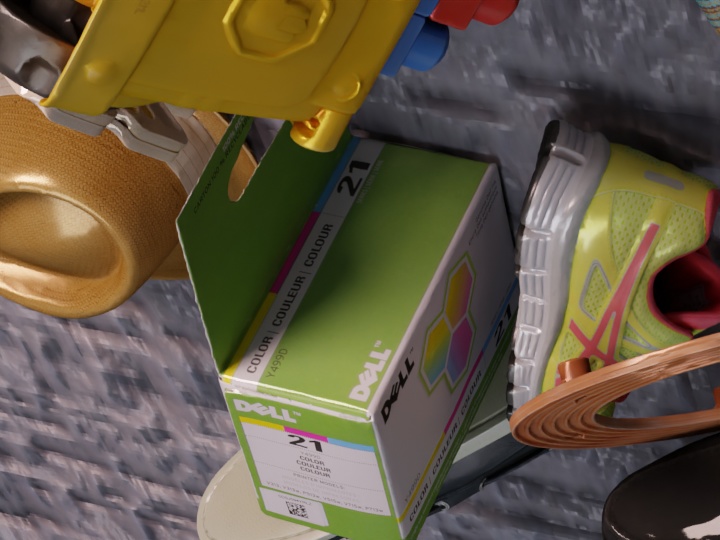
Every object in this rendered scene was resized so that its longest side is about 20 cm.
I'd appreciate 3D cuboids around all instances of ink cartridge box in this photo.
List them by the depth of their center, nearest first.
[{"bbox_3d":[0.000,0.000,1.060,0.076,0.148,0.200,13,145,21],"label":"ink cartridge box"}]

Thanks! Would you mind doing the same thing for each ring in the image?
[{"bbox_3d":[0.157,0.039,1.019,0.200,0.019,0.200,-11,166,-3],"label":"ring"}]

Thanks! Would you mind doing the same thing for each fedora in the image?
[{"bbox_3d":[-0.140,-0.035,1.174,0.200,0.082,0.201,20,146,14],"label":"fedora"}]

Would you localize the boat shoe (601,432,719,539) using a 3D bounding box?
[{"bbox_3d":[0.196,0.087,1.065,0.201,0.074,0.063,-11,150,16],"label":"boat shoe"}]

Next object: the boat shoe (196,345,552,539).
[{"bbox_3d":[0.016,0.095,1.212,0.199,0.075,0.066,-32,139,15],"label":"boat shoe"}]

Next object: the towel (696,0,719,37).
[{"bbox_3d":[0.215,-0.067,0.927,0.147,0.022,0.200,-10,132,43],"label":"towel"}]

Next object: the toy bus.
[{"bbox_3d":[-0.043,-0.137,0.913,0.192,0.200,0.136,13,119,-31],"label":"toy bus"}]

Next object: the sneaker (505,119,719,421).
[{"bbox_3d":[0.113,0.020,1.075,0.090,0.078,0.200,10,148,9],"label":"sneaker"}]

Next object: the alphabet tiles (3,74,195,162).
[{"bbox_3d":[-0.143,-0.123,0.983,0.200,0.015,0.196,53,-162,27],"label":"alphabet tiles"}]
